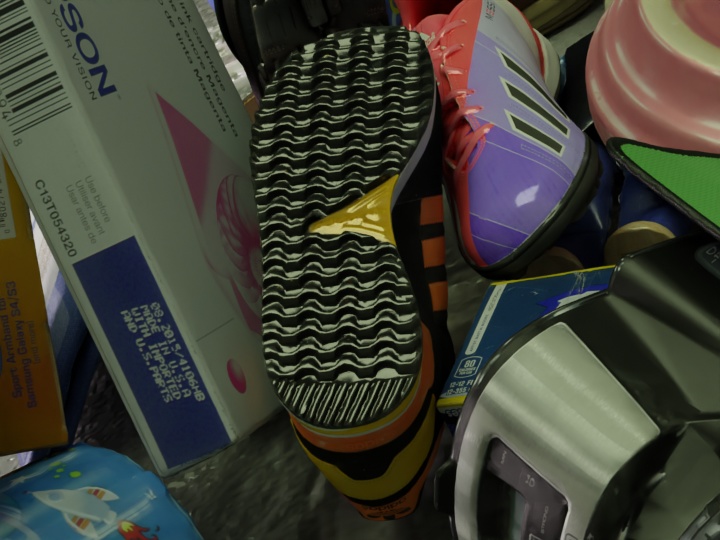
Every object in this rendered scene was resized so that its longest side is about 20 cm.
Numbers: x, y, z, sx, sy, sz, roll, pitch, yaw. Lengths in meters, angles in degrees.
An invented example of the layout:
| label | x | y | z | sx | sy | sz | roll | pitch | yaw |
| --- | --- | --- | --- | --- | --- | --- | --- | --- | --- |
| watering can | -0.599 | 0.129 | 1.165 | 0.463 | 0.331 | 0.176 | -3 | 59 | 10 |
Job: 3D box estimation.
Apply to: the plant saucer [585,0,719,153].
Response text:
| label | x | y | z | sx | sy | sz | roll | pitch | yaw |
| --- | --- | --- | --- | --- | --- | --- | --- | --- | --- |
| plant saucer | 0.185 | -0.096 | 1.003 | 0.199 | 0.051 | 0.201 | -8 | 39 | 6 |

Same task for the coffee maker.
| label | x | y | z | sx | sy | sz | roll | pitch | yaw |
| --- | --- | --- | --- | --- | --- | --- | --- | --- | --- |
| coffee maker | 0.148 | 0.085 | 0.703 | 0.200 | 0.191 | 0.135 | 46 | 120 | 46 |

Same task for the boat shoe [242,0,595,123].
| label | x | y | z | sx | sy | sz | roll | pitch | yaw |
| --- | --- | --- | --- | --- | --- | --- | --- | --- | --- |
| boat shoe | 0.019 | -0.118 | 1.213 | 0.200 | 0.068 | 0.072 | -33 | 30 | -5 |

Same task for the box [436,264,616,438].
| label | x | y | z | sx | sy | sz | roll | pitch | yaw |
| --- | --- | --- | --- | --- | --- | --- | --- | --- | --- |
| box | 0.131 | 0.036 | 0.885 | 0.199 | 0.064 | 0.070 | -8 | 36 | 31 |

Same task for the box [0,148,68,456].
| label | x | y | z | sx | sy | sz | roll | pitch | yaw |
| --- | --- | --- | --- | --- | --- | --- | --- | --- | --- |
| box | -0.151 | 0.011 | 1.003 | 0.041 | 0.120 | 0.200 | -10 | -1 | -15 |

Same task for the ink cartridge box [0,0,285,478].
| label | x | y | z | sx | sy | sz | roll | pitch | yaw |
| --- | --- | --- | --- | --- | --- | --- | --- | --- | --- |
| ink cartridge box | -0.068 | -0.041 | 0.976 | 0.043 | 0.197 | 0.200 | -25 | 4 | 21 |

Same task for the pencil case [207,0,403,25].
| label | x | y | z | sx | sy | sz | roll | pitch | yaw |
| --- | --- | --- | --- | --- | --- | --- | --- | --- | --- |
| pencil case | -0.039 | -0.134 | 1.088 | 0.078 | 0.200 | 0.087 | 1 | 56 | 28 |

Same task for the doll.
| label | x | y | z | sx | sy | sz | roll | pitch | yaw |
| --- | --- | --- | --- | --- | --- | --- | --- | --- | --- |
| doll | 0.115 | -0.059 | 1.059 | 0.136 | 0.049 | 0.200 | -14 | 36 | 23 |

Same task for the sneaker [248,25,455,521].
| label | x | y | z | sx | sy | sz | roll | pitch | yaw |
| --- | --- | --- | --- | --- | --- | --- | --- | --- | --- |
| sneaker | 0.000 | 0.000 | 0.961 | 0.070 | 0.090 | 0.201 | -6 | 48 | 8 |

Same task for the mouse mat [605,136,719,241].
| label | x | y | z | sx | sy | sz | roll | pitch | yaw |
| --- | --- | --- | --- | --- | --- | --- | --- | --- | --- |
| mouse mat | 0.179 | 0.011 | 0.723 | 0.161 | 0.199 | 0.008 | 42 | 117 | 43 |

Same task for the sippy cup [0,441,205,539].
| label | x | y | z | sx | sy | sz | roll | pitch | yaw |
| --- | --- | --- | --- | --- | --- | --- | --- | --- | --- |
| sippy cup | -0.119 | 0.132 | 0.902 | 0.130 | 0.140 | 0.178 | -35 | 71 | -30 |

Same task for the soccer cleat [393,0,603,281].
| label | x | y | z | sx | sy | sz | roll | pitch | yaw |
| --- | --- | --- | --- | --- | --- | --- | --- | --- | --- |
| soccer cleat | 0.045 | -0.062 | 1.016 | 0.068 | 0.073 | 0.200 | -41 | 21 | 17 |

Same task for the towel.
| label | x | y | z | sx | sy | sz | roll | pitch | yaw |
| --- | --- | --- | --- | --- | --- | --- | --- | --- | --- |
| towel | -0.139 | -0.009 | 1.142 | 0.200 | 0.024 | 0.147 | -128 | 52 | -61 |

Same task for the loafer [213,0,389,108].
| label | x | y | z | sx | sy | sz | roll | pitch | yaw |
| --- | --- | --- | --- | --- | --- | --- | --- | --- | --- |
| loafer | -0.010 | -0.072 | 1.046 | 0.072 | 0.201 | 0.063 | -22 | 38 | -17 |
